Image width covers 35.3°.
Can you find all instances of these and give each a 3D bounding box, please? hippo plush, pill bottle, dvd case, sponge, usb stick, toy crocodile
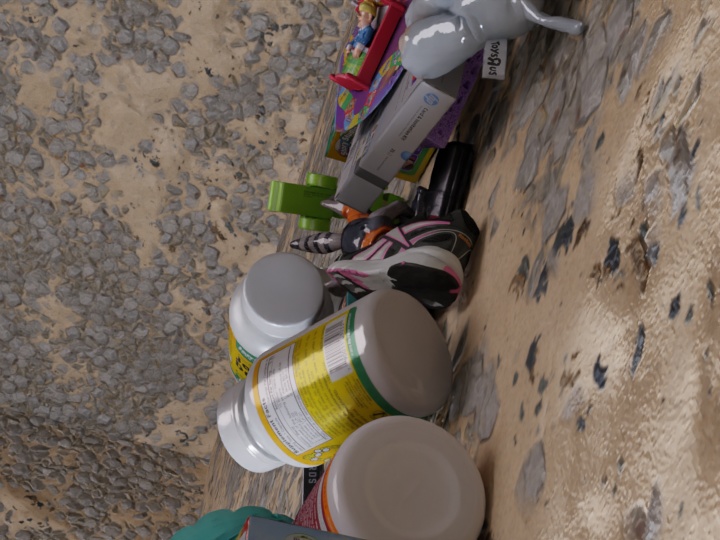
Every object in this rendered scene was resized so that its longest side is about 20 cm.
[{"bbox_3d":[0.069,-0.257,0.924,0.159,0.161,0.200,-28,28,22],"label":"hippo plush"},{"bbox_3d":[0.008,0.196,0.836,0.200,0.112,0.114,119,165,-55],"label":"pill bottle"},{"bbox_3d":[-0.052,0.221,1.268,0.200,0.025,0.151,92,178,-64],"label":"dvd case"},{"bbox_3d":[0.104,-0.219,1.136,0.201,0.030,0.112,-64,10,1],"label":"sponge"},{"bbox_3d":[0.071,-0.030,1.108,0.055,0.032,0.201,-171,96,-74],"label":"usb stick"},{"bbox_3d":[-0.088,0.061,1.240,0.200,0.112,0.113,105,176,-64],"label":"pill bottle"},{"bbox_3d":[-0.027,-0.083,1.371,0.062,0.199,0.068,15,103,54],"label":"toy crocodile"},{"bbox_3d":[-0.028,0.104,0.976,0.199,0.113,0.113,-29,35,32],"label":"pill bottle"}]

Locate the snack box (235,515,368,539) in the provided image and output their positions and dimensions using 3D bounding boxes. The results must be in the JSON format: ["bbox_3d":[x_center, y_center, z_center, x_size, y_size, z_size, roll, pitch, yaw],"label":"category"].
[{"bbox_3d":[-0.015,0.233,0.732,0.200,0.168,0.068,119,163,-55],"label":"snack box"}]

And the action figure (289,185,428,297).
[{"bbox_3d":[0.000,0.000,1.239,0.193,0.104,0.201,3,82,65],"label":"action figure"}]

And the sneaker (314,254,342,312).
[{"bbox_3d":[-0.042,0.005,1.512,0.200,0.115,0.074,-90,16,-65],"label":"sneaker"}]

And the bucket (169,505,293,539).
[{"bbox_3d":[-0.116,0.348,1.116,0.135,0.206,0.209,-165,91,-77],"label":"bucket"}]

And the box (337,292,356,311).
[{"bbox_3d":[-0.005,0.104,1.306,0.200,0.049,0.083,-92,19,-63],"label":"box"}]

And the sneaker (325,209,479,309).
[{"bbox_3d":[0.048,-0.010,1.053,0.200,0.080,0.087,-4,47,57],"label":"sneaker"}]

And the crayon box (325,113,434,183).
[{"bbox_3d":[0.041,-0.188,1.293,0.200,0.118,0.059,120,164,-58],"label":"crayon box"}]

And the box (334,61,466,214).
[{"bbox_3d":[0.046,-0.171,1.117,0.200,0.041,0.157,-52,18,51],"label":"box"}]

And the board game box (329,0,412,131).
[{"bbox_3d":[0.003,-0.239,1.154,0.158,0.039,0.201,-45,29,39],"label":"board game box"}]
